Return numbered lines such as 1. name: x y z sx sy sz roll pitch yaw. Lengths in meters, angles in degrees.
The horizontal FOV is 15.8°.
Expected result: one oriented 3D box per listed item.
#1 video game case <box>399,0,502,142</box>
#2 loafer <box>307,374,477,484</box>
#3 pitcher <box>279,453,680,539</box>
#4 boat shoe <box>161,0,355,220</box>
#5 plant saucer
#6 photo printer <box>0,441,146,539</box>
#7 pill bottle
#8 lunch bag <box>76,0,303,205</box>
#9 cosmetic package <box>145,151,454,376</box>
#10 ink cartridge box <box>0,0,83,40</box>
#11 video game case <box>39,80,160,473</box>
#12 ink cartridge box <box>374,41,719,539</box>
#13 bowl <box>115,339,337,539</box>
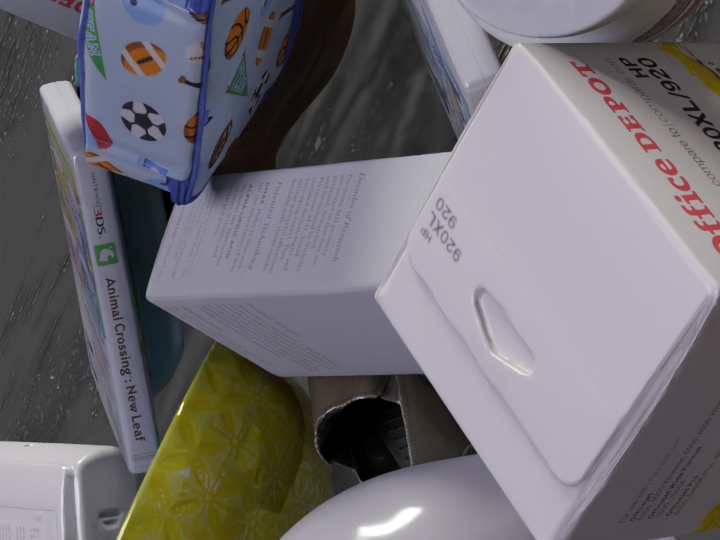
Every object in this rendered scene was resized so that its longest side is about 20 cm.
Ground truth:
1. video game case: 0.036 -0.122 1.213 0.200 0.022 0.182 66 -178 -68
2. loafer: 0.007 0.060 1.327 0.200 0.070 0.075 54 132 35
3. pitcher: 0.061 0.158 1.181 0.172 0.200 0.121 58 175 21
4. boat shoe: -0.068 -0.099 1.411 0.070 0.070 0.200 57 134 31
5. plant saucer: -0.130 -0.026 1.474 0.200 0.027 0.200 168 90 -80
6. photo printer: -0.203 0.190 1.612 0.200 0.069 0.167 -4 90 53
7. pill bottle: 0.091 -0.144 1.082 0.109 0.200 0.110 1 97 12
8. lunch bag: -0.068 -0.142 1.233 0.075 0.160 0.200 26 139 9
9. cosmetic package: 0.000 0.000 1.244 0.200 0.102 0.074 -4 62 46
10. ink cartridge box: -0.100 -0.210 1.331 0.200 0.145 0.084 -42 53 23
11. video game case: -0.148 -0.001 1.465 0.200 0.022 0.182 -129 29 -71
12. ink cartridge box: 0.141 0.005 1.043 0.147 0.200 0.145 55 133 34
13. bowl: -0.065 0.141 1.380 0.108 0.200 0.200 24 121 1
